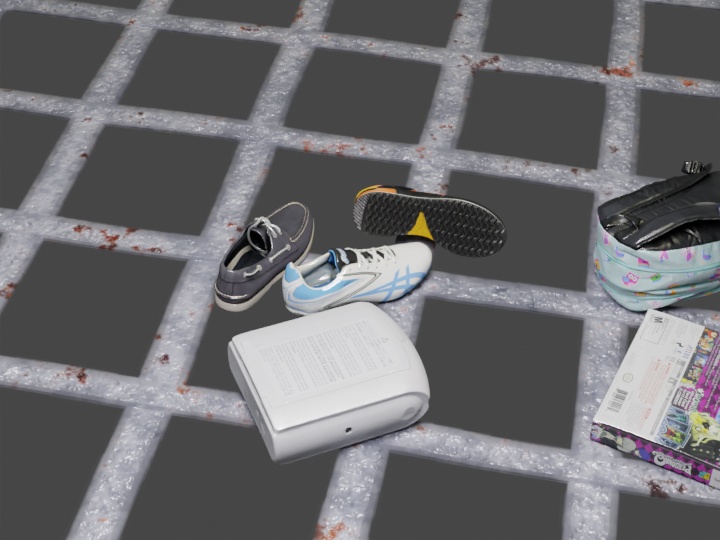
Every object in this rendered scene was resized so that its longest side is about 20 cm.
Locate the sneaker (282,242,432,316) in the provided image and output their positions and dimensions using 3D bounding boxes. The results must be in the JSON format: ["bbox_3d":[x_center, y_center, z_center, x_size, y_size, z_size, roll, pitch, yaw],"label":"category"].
[{"bbox_3d":[0.000,0.000,1.607,0.198,0.073,0.072,-16,43,-20],"label":"sneaker"}]

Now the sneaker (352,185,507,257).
[{"bbox_3d":[0.089,-0.073,1.692,0.198,0.071,0.090,11,19,-3],"label":"sneaker"}]

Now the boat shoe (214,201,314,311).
[{"bbox_3d":[-0.115,-0.032,1.644,0.072,0.063,0.200,20,46,20],"label":"boat shoe"}]

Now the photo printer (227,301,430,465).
[{"bbox_3d":[-0.030,0.118,1.478,0.198,0.070,0.167,-15,45,-18],"label":"photo printer"}]

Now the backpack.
[{"bbox_3d":[0.382,-0.036,1.617,0.198,0.128,0.167,-15,33,-16],"label":"backpack"}]

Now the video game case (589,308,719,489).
[{"bbox_3d":[0.373,0.143,1.486,0.180,0.036,0.200,19,46,19],"label":"video game case"}]
